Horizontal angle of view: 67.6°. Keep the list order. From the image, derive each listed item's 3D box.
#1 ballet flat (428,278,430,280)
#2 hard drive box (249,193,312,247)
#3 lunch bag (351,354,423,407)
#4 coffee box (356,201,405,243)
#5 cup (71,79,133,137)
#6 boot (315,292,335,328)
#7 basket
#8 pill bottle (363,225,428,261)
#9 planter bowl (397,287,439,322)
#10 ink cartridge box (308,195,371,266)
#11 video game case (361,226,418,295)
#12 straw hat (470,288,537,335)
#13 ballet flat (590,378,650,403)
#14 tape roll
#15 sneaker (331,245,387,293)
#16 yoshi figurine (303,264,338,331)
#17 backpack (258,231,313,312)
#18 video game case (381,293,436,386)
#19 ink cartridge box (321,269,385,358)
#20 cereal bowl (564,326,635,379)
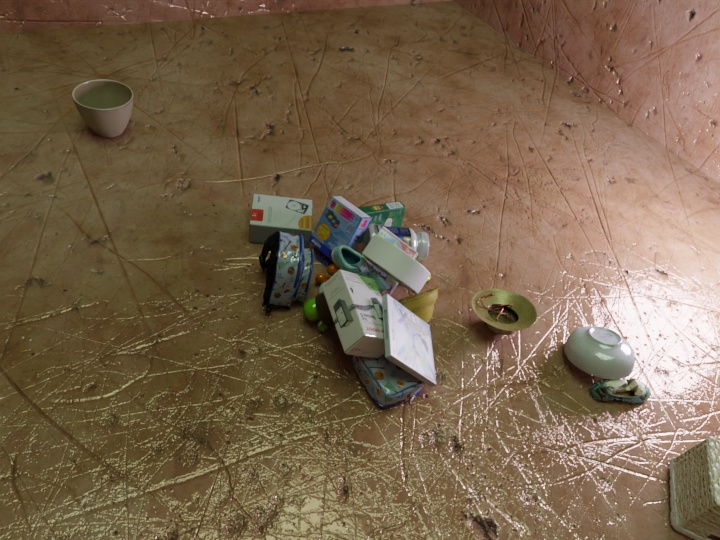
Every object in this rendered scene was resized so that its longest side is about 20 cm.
[{"bbox_3d":[0.136,-0.001,1.708,0.195,0.068,0.068,4,45,-11],"label":"ballet flat"},{"bbox_3d":[-0.258,-0.162,1.756,0.195,0.078,0.158,4,45,-10],"label":"hard drive box"},{"bbox_3d":[0.078,0.263,1.437,0.158,0.076,0.201,-15,51,-29],"label":"lunch bag"},{"bbox_3d":[0.050,-0.160,1.796,0.196,0.125,0.044,-13,45,-25],"label":"coffee box"},{"bbox_3d":[-0.911,-0.568,1.930,0.196,0.145,0.203,7,45,-7],"label":"cup"},{"bbox_3d":[-0.035,0.101,1.504,0.201,0.076,0.156,50,44,-19],"label":"boot"},{"bbox_3d":[0.887,0.553,1.304,0.195,0.162,0.201,23,47,8],"label":"basket"},{"bbox_3d":[0.116,-0.083,1.746,0.195,0.117,0.117,2,46,-11],"label":"pill bottle"},{"bbox_3d":[0.145,0.120,1.552,0.197,0.200,0.085,-17,88,-28],"label":"planter bowl"},{"bbox_3d":[-0.072,-0.113,1.699,0.136,0.202,0.076,35,21,20],"label":"ink cartridge box"},{"bbox_3d":[0.069,-0.016,1.649,0.142,0.017,0.201,36,72,0],"label":"video game case"},{"bbox_3d":[0.427,0.146,1.629,0.196,0.086,0.203,2,36,-1],"label":"straw hat"},{"bbox_3d":[0.759,0.338,1.541,0.196,0.075,0.075,-1,47,-15],"label":"ballet flat"},{"bbox_3d":[0.101,-0.018,1.536,0.201,0.202,0.071,36,89,19],"label":"tape roll"},{"bbox_3d":[0.000,0.000,1.577,0.198,0.082,0.075,35,74,-6],"label":"sneaker"},{"bbox_3d":[-0.113,0.076,1.553,0.109,0.114,0.203,-1,47,7],"label":"yoshi figurine"},{"bbox_3d":[-0.209,-0.009,1.540,0.151,0.193,0.202,0,46,-14],"label":"backpack"},{"bbox_3d":[0.126,0.181,1.392,0.199,0.022,0.185,37,38,-37],"label":"video game case"},{"bbox_3d":[-0.001,0.113,1.391,0.144,0.084,0.203,16,42,-47],"label":"ink cartridge box"},{"bbox_3d":[0.708,0.226,1.585,0.195,0.085,0.201,3,27,-1],"label":"cereal bowl"}]
